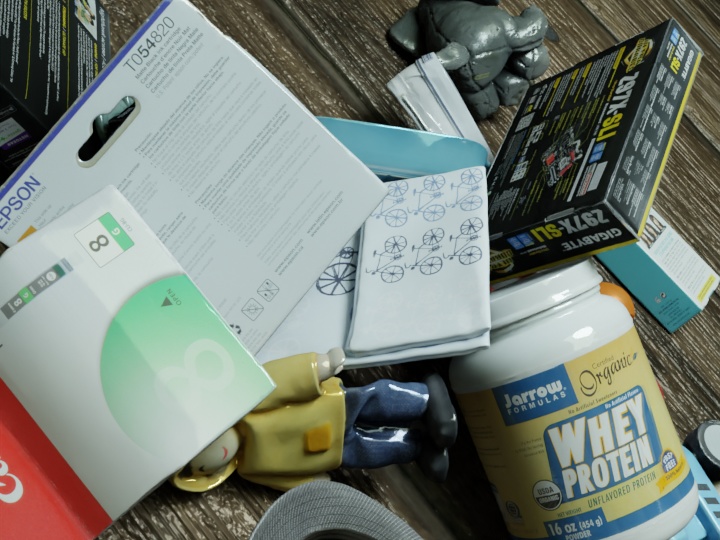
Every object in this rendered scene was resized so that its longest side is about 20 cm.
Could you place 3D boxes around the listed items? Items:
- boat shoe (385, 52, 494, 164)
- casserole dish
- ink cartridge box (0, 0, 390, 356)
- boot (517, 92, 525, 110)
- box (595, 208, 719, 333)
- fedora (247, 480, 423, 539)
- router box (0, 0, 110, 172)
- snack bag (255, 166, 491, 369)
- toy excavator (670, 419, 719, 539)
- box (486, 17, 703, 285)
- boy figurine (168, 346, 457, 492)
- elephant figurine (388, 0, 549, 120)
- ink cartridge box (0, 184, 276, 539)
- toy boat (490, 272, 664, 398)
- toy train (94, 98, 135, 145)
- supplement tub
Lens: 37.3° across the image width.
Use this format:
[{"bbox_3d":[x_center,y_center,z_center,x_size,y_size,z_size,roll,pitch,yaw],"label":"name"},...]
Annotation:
[{"bbox_3d":[0.093,-0.110,1.039,0.201,0.065,0.074,60,9,-8],"label":"boat shoe"},{"bbox_3d":[0.014,-0.079,0.894,0.198,0.121,0.039,7,71,-13],"label":"casserole dish"},{"bbox_3d":[-0.114,-0.045,0.712,0.200,0.200,0.041,42,-6,-19],"label":"ink cartridge box"},{"bbox_3d":[0.189,-0.053,1.007,0.167,0.072,0.201,67,15,-54],"label":"boot"},{"bbox_3d":[0.290,-0.033,1.143,0.200,0.049,0.082,47,39,5],"label":"box"},{"bbox_3d":[-0.016,0.231,0.626,0.200,0.090,0.177,40,41,-16],"label":"fedora"},{"bbox_3d":[-0.239,-0.161,0.769,0.149,0.051,0.201,52,22,-51],"label":"router box"},{"bbox_3d":[0.000,0.000,0.794,0.189,0.198,0.021,-83,158,-47],"label":"snack bag"},{"bbox_3d":[0.247,0.240,0.847,0.199,0.100,0.195,-13,61,-30],"label":"toy excavator"},{"bbox_3d":[0.172,-0.092,0.844,0.049,0.159,0.201,42,55,-23],"label":"box"},{"bbox_3d":[-0.038,0.103,0.703,0.198,0.125,0.065,0,35,-19],"label":"boy figurine"},{"bbox_3d":[0.102,-0.269,1.161,0.141,0.155,0.200,-31,59,-5],"label":"elephant figurine"},{"bbox_3d":[-0.173,0.068,0.609,0.200,0.050,0.161,-38,85,-27],"label":"ink cartridge box"},{"bbox_3d":[0.182,0.061,0.908,0.200,0.131,0.131,43,40,2],"label":"toy boat"},{"bbox_3d":[-0.131,-0.100,0.813,0.200,0.085,0.115,-65,142,-62],"label":"toy train"},{"bbox_3d":[0.151,0.105,0.795,0.144,0.144,0.201,-22,90,-47],"label":"supplement tub"}]
